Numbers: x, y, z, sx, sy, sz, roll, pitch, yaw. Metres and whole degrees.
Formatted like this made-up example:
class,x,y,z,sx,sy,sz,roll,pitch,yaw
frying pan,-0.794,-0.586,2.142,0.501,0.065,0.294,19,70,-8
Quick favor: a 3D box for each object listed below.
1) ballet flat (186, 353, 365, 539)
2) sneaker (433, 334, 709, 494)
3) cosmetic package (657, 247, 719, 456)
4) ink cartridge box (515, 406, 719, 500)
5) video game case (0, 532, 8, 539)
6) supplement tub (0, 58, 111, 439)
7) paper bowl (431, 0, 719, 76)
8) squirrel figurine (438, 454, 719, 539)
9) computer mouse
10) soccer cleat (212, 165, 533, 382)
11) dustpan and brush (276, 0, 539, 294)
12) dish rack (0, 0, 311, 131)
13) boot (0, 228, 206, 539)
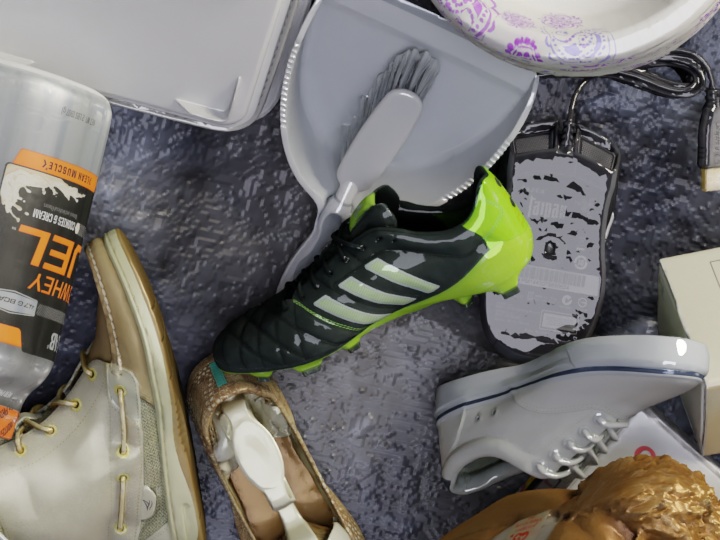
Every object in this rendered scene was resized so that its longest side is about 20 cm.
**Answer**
class,x,y,z,sx,sy,sz,roll,pitch,yaw
ballet flat,-0.046,0.142,1.604,0.070,0.065,0.200,-30,104,1
sneaker,0.122,0.086,1.553,0.073,0.200,0.071,12,68,-38
cosmetic package,0.281,0.032,1.580,0.200,0.105,0.071,-10,139,-4
ink cartridge box,0.147,0.189,1.622,0.148,0.086,0.200,41,94,-12
video game case,-0.256,0.182,1.580,0.200,0.018,0.143,46,128,-12
supplement tub,-0.217,-0.013,1.502,0.122,0.123,0.200,14,85,-8
paper bowl,0.121,-0.207,1.505,0.200,0.104,0.201,0,85,6
squirrel figurine,0.156,0.207,1.517,0.200,0.142,0.187,-37,108,6
computer mouse,0.142,-0.042,1.594,0.140,0.046,0.201,4,91,-3
soccer cleat,0.000,0.000,1.551,0.200,0.068,0.081,-22,114,11
dustpan and brush,-0.001,-0.059,1.564,0.139,0.057,0.200,24,129,-12
dish rack,-0.127,-0.157,1.508,0.200,0.044,0.172,15,128,-7
boot,-0.180,0.084,1.576,0.154,0.072,0.200,-11,106,-1
